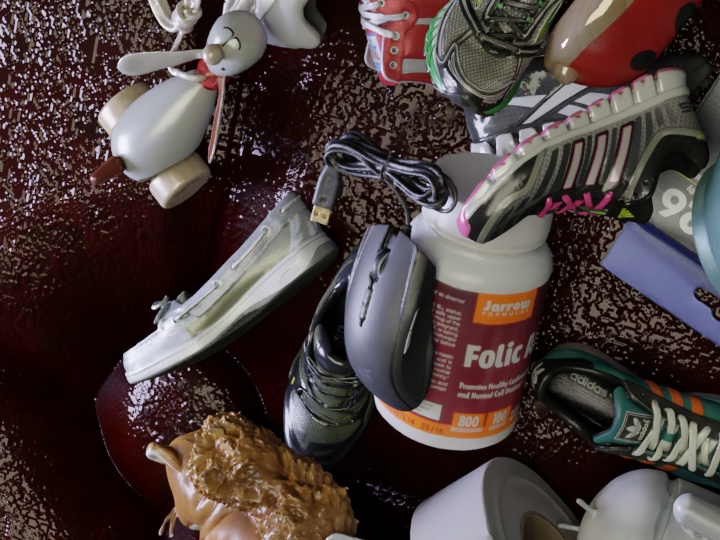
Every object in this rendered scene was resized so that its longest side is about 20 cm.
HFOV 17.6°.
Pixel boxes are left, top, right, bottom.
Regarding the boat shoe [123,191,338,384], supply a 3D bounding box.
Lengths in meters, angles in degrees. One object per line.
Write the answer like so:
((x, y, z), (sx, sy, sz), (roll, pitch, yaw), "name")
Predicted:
((-0.111, 0.020, 1.847), (0.201, 0.074, 0.065), (-36, 83, 16), "boat shoe")

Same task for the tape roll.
((0.123, 0.243, 1.745), (0.071, 0.202, 0.203), (-32, 90, 21), "tape roll")

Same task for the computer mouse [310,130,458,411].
((0.000, 0.000, 1.702), (0.140, 0.046, 0.201), (32, 125, 40), "computer mouse")

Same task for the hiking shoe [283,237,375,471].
((-0.023, 0.069, 1.810), (0.075, 0.101, 0.201), (21, 106, 13), "hiking shoe")

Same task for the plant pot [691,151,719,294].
((0.314, -0.039, 1.606), (0.134, 0.200, 0.202), (-22, 94, 46), "plant pot")

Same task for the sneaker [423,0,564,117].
((0.109, -0.198, 1.664), (0.078, 0.201, 0.085), (30, 153, -9), "sneaker")

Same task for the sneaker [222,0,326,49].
((-0.042, -0.262, 1.774), (0.099, 0.078, 0.202), (13, 113, 8), "sneaker")

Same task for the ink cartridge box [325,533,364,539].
((0.022, 0.277, 1.785), (0.116, 0.199, 0.067), (-47, 49, 20), "ink cartridge box")

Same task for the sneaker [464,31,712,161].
((0.160, -0.141, 1.726), (0.199, 0.066, 0.091), (-16, 96, 25), "sneaker")

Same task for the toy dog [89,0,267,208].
((-0.151, -0.123, 1.787), (0.132, 0.096, 0.201), (35, 134, 20), "toy dog")

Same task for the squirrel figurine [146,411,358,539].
((-0.084, 0.182, 1.822), (0.187, 0.141, 0.201), (57, 149, 32), "squirrel figurine")

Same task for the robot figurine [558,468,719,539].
((0.246, 0.220, 1.740), (0.199, 0.113, 0.170), (23, 145, 1), "robot figurine")

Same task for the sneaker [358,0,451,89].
((0.007, -0.211, 1.727), (0.199, 0.071, 0.113), (32, 96, -15), "sneaker")

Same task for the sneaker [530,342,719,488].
((0.218, 0.119, 1.753), (0.199, 0.080, 0.072), (22, 106, 12), "sneaker")

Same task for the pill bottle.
((0.081, 0.022, 1.739), (0.113, 0.114, 0.201), (18, 120, 13), "pill bottle")

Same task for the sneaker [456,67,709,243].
((0.163, -0.063, 1.629), (0.199, 0.074, 0.088), (-30, 81, -14), "sneaker")

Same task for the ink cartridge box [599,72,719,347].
((0.305, -0.028, 1.718), (0.197, 0.047, 0.201), (34, 106, 8), "ink cartridge box")

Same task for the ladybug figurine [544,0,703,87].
((0.205, -0.202, 1.655), (0.072, 0.136, 0.200), (39, 76, 0), "ladybug figurine")
